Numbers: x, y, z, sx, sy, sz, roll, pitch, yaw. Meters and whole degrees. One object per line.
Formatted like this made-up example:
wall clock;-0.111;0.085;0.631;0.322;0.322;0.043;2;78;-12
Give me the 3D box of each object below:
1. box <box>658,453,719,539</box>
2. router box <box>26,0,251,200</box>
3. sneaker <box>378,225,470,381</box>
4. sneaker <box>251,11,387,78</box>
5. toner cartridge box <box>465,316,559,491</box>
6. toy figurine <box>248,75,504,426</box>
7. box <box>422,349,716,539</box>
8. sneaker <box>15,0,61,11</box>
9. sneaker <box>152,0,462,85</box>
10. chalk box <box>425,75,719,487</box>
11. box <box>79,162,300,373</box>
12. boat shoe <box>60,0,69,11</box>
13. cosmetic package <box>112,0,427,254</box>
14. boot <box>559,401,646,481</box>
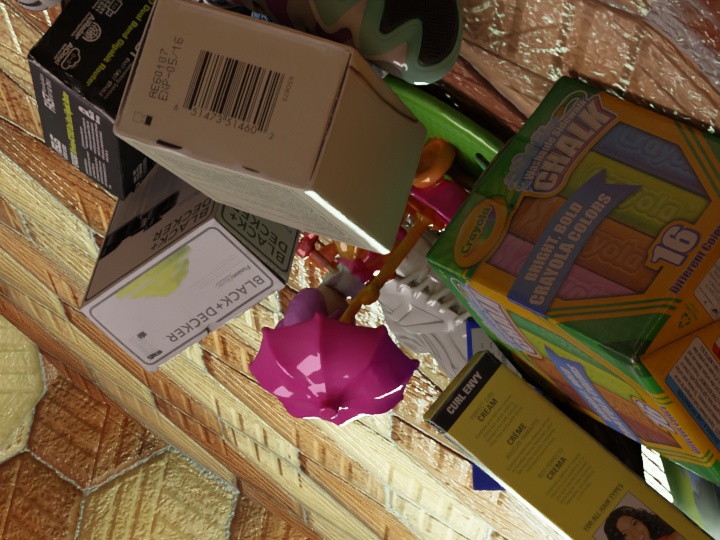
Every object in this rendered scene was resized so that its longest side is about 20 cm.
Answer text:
box;0.203;0.096;1.507;0.200;0.047;0.123;-151;43;-76
router box;-0.112;-0.133;1.586;0.062;0.150;0.200;36;170;4
sneaker;0.053;0.018;1.891;0.099;0.078;0.200;48;165;-29
sneaker;-0.028;-0.118;1.529;0.078;0.090;0.200;35;170;14
toner cartridge box;0.093;0.072;1.636;0.043;0.096;0.200;-1;180;9
toy figurine;0.000;0.000;1.667;0.150;0.184;0.200;39;172;-27
box;0.123;0.122;1.476;0.200;0.050;0.075;39;177;0
sneaker;-0.151;-0.242;1.481;0.075;0.115;0.201;10;-118;-82
sneaker;-0.047;-0.145;1.406;0.200;0.078;0.140;46;143;2
chalk box;0.126;-0.003;1.420;0.200;0.124;0.124;26;164;47
box;-0.084;-0.047;1.668;0.116;0.201;0.060;-32;118;32
boat shoe;-0.142;-0.115;1.808;0.072;0.072;0.201;9;113;58
cosmetic package;-0.039;-0.068;1.397;0.103;0.074;0.200;17;177;12
boot;0.146;0.106;1.646;0.064;0.201;0.187;-7;133;7
